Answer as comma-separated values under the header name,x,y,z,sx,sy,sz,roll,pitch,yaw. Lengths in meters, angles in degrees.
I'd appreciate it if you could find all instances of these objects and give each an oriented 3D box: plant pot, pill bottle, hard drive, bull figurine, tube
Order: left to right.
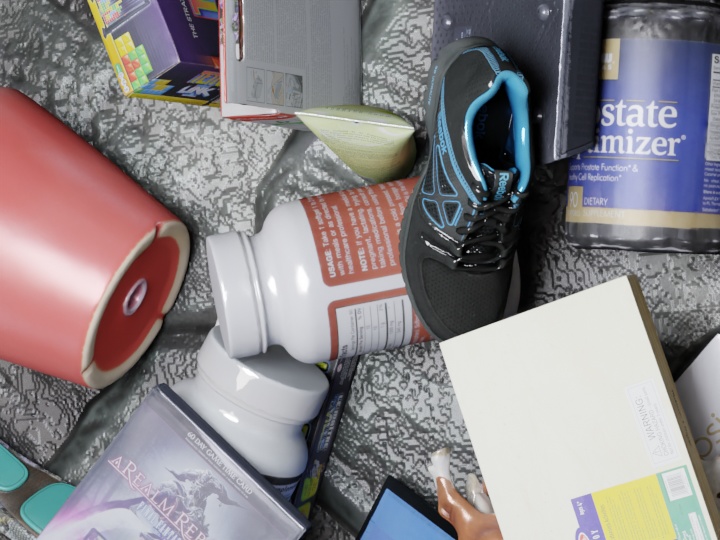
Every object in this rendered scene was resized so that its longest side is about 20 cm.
name,x,y,z,sx,sy,sz,roll,pitch,yaw
plant pot,-0.238,-0.014,1.409,0.177,0.200,0.201,27,102,15
pill bottle,-0.106,0.148,1.332,0.116,0.116,0.201,32,105,24
pill bottle,0.000,0.000,1.270,0.198,0.112,0.113,-10,85,-9
tube,0.008,-0.091,1.264,0.058,0.200,0.052,-34,85,5
hard drive,0.101,-0.135,1.246,0.200,0.042,0.136,-168,81,-68
bull figurine,0.139,0.142,1.203,0.199,0.065,0.122,-29,74,22
pill bottle,0.193,-0.113,1.218,0.111,0.112,0.202,3,92,27

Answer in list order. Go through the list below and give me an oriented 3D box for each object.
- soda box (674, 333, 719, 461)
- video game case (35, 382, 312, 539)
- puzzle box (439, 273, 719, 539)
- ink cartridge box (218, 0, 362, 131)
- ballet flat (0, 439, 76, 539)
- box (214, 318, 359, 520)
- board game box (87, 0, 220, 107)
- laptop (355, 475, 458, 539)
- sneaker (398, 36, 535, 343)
name,x,y,z,sx,sy,sz,roll,pitch,yaw
soda box,0.206,0.136,1.239,0.068,0.064,0.200,44,109,20
video game case,-0.144,0.198,1.280,0.143,0.019,0.200,42,107,11
puzzle box,0.140,0.118,1.150,0.132,0.025,0.201,-20,85,23
ink cartridge box,-0.062,-0.159,1.300,0.050,0.200,0.110,-1,89,27
ballet flat,-0.265,0.192,1.492,0.200,0.072,0.072,31,104,24
box,-0.065,0.087,1.396,0.110,0.035,0.201,21,99,25
board game box,-0.140,-0.221,1.361,0.056,0.165,0.201,-27,79,25
laptop,-0.003,0.257,1.265,0.177,0.199,0.104,32,134,45
sneaker,0.069,-0.042,1.173,0.073,0.082,0.202,-4,107,-15
